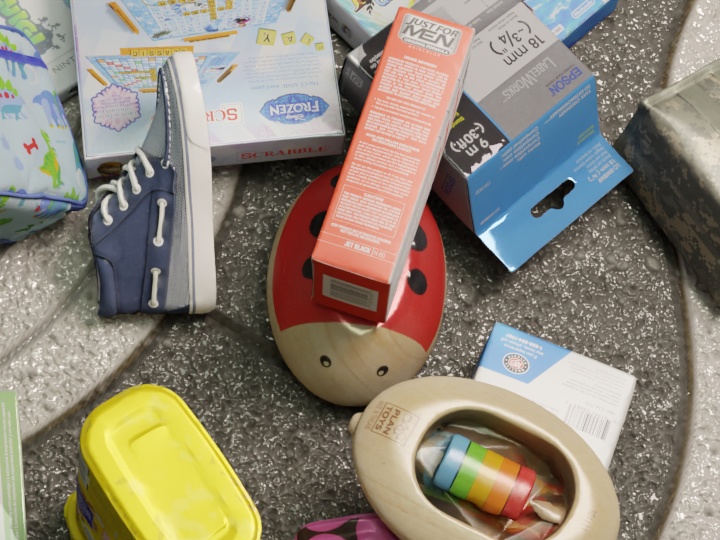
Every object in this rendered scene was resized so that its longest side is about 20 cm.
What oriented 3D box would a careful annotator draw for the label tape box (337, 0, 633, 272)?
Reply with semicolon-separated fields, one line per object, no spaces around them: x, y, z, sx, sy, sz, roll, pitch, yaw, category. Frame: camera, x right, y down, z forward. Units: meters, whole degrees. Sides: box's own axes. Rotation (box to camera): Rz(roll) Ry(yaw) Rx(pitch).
0.102;-0.121;1.638;0.144;0.063;0.200;-39;78;-23;label tape box

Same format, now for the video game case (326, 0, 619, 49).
0.083;-0.228;1.741;0.200;0.045;0.181;-41;78;-22;video game case

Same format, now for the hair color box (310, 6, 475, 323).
0.023;-0.074;1.525;0.061;0.102;0.200;18;72;4;hair color box

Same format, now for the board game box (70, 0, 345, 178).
-0.122;-0.177;1.654;0.200;0.041;0.200;-5;70;-5;board game box

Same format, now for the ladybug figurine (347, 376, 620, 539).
0.082;0.151;1.488;0.200;0.072;0.136;29;67;5;ladybug figurine

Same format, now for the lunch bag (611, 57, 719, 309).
0.327;-0.090;1.684;0.200;0.118;0.164;-28;74;-25;lunch bag

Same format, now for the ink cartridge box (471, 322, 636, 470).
0.115;0.154;1.568;0.116;0.067;0.200;22;65;2;ink cartridge box

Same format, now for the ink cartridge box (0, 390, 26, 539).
-0.337;0.163;1.503;0.200;0.048;0.146;-2;68;-13;ink cartridge box

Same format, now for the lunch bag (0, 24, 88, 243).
-0.285;-0.107;1.539;0.082;0.200;0.161;-25;78;19;lunch bag

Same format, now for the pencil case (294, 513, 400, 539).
-0.014;0.272;1.491;0.094;0.091;0.200;-8;61;25;pencil case

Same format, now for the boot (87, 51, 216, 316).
-0.156;-0.059;1.567;0.090;0.073;0.200;-5;107;-9;boot

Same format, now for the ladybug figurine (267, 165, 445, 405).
0.000;0.000;1.605;0.136;0.072;0.200;5;66;-7;ladybug figurine

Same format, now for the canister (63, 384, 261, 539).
-0.134;0.173;1.446;0.086;0.200;0.149;-31;75;-19;canister

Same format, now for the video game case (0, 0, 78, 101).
-0.255;-0.236;1.699;0.182;0.024;0.200;-35;77;-21;video game case
